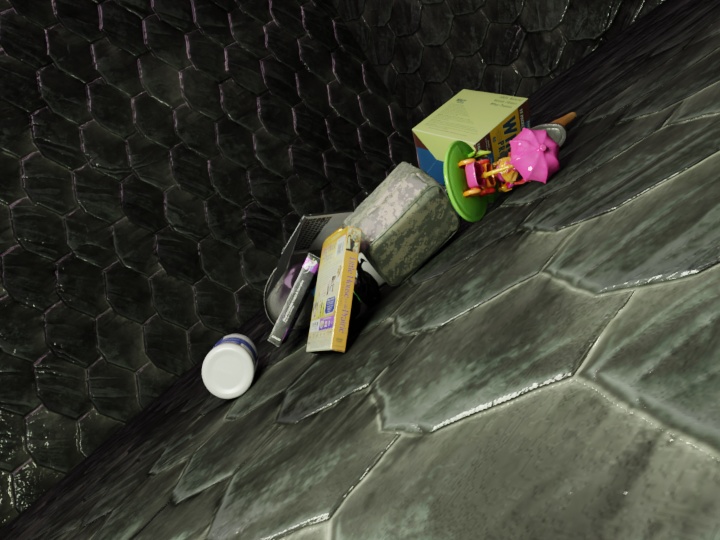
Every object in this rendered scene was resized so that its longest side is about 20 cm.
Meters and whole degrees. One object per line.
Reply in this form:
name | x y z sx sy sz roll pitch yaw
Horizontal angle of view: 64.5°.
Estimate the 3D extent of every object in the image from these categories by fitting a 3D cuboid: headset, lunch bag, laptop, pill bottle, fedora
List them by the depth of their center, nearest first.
lunch bag | 0.069 -0.101 1.084 0.200 0.140 0.168 -43 43 1
headset | -0.020 0.039 1.092 0.123 0.095 0.200 -40 -3 -25
laptop | -0.118 -0.033 1.287 0.194 0.119 0.187 -9 -19 -29
pill bottle | -0.292 0.211 1.306 0.115 0.117 0.200 -37 6 -3
fedora | -0.144 0.064 1.405 0.202 0.176 0.090 -52 37 -4

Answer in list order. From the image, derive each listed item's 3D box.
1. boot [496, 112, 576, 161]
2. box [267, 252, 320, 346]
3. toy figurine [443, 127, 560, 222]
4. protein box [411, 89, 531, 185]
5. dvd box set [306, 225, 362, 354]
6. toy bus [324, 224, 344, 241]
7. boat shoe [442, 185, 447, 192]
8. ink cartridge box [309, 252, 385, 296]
boot | 0.411 -0.288 1.223 0.198 0.069 0.188 -34 -4 -30
box | -0.141 0.066 1.264 0.143 0.035 0.205 116 179 -85
toy figurine | 0.276 -0.184 1.026 0.180 0.156 0.197 -12 -3 41
protein box | 0.264 -0.305 1.337 0.199 0.138 0.196 -40 41 -23
dvd box set | -0.047 0.039 0.984 0.146 0.028 0.207 156 124 -66
toy bus | 0.019 -0.099 1.209 0.198 0.066 0.078 -37 6 7
boat shoe | 0.150 -0.135 1.269 0.197 0.074 0.062 -32 9 -21
ink cartridge box | 0.000 0.000 1.278 0.197 0.087 0.147 -33 8 27
